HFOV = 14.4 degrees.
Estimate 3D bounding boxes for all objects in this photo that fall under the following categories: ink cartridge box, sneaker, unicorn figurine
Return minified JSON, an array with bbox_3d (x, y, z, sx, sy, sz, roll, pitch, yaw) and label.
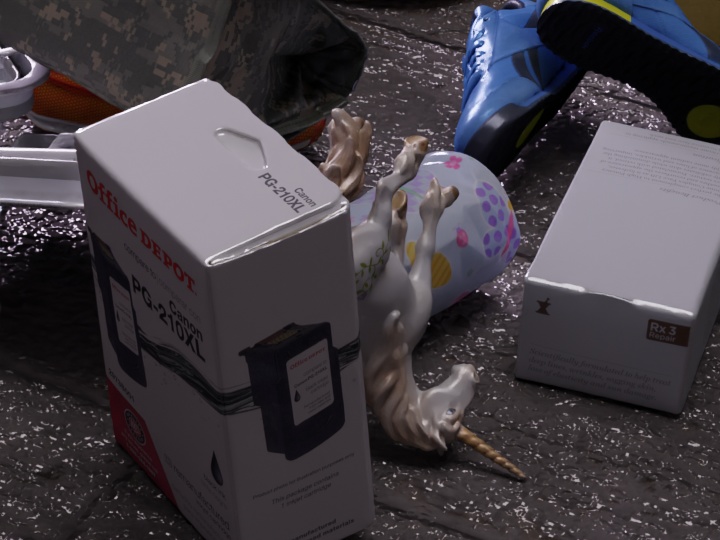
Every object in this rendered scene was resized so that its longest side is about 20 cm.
[{"bbox_3d":[-0.067,0.028,1.417,0.084,0.201,0.145,-22,39,-24],"label":"ink cartridge box"},{"bbox_3d":[-0.119,-0.113,1.772,0.199,0.077,0.073,10,29,4],"label":"sneaker"},{"bbox_3d":[0.086,-0.119,1.794,0.078,0.066,0.200,36,32,4],"label":"sneaker"},{"bbox_3d":[0.199,-0.140,1.794,0.200,0.066,0.079,31,44,-16],"label":"sneaker"},{"bbox_3d":[0.016,0.008,1.489,0.074,0.200,0.138,-6,60,40],"label":"unicorn figurine"}]

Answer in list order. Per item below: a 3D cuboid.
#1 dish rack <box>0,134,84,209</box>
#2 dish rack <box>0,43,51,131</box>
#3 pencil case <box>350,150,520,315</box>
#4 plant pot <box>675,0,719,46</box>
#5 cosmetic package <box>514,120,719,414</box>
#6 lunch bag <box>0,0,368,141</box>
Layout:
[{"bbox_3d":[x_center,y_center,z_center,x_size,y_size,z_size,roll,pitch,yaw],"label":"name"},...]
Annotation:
[{"bbox_3d":[-0.165,-0.054,1.583,0.199,0.044,0.171,5,2,36],"label":"dish rack"},{"bbox_3d":[-0.299,-0.116,1.695,0.199,0.044,0.172,-10,33,-23],"label":"dish rack"},{"bbox_3d":[0.000,0.000,1.597,0.090,0.084,0.200,13,29,40],"label":"pencil case"},{"bbox_3d":[0.306,-0.282,1.992,0.193,0.201,0.196,7,32,4],"label":"plant pot"},{"bbox_3d":[0.161,-0.005,1.640,0.101,0.074,0.200,13,34,13],"label":"cosmetic package"},{"bbox_3d":[-0.104,-0.146,1.666,0.164,0.118,0.200,28,10,24],"label":"lunch bag"}]
